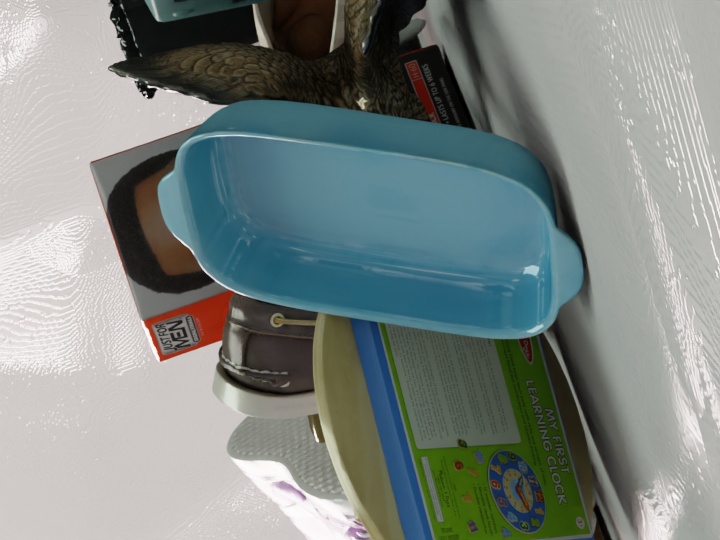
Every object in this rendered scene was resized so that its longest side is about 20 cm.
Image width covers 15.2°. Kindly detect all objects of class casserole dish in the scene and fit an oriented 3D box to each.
[{"bbox_3d":[0.007,-0.027,1.226,0.121,0.199,0.039,82,-159,-49],"label":"casserole dish"}]

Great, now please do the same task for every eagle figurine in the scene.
[{"bbox_3d":[-0.011,-0.093,1.311,0.150,0.152,0.200,17,158,37],"label":"eagle figurine"}]

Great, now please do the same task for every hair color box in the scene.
[{"bbox_3d":[-0.034,-0.036,1.445,0.061,0.199,0.102,78,172,-67],"label":"hair color box"}]

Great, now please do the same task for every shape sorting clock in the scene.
[{"bbox_3d":[0.046,0.076,1.324,0.199,0.039,0.201,24,-126,-37],"label":"shape sorting clock"}]

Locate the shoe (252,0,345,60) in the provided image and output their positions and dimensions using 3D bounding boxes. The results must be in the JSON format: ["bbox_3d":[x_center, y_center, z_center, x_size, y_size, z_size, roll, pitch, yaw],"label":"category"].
[{"bbox_3d":[-0.025,-0.164,1.446,0.054,0.070,0.201,-73,-13,-47],"label":"shoe"}]

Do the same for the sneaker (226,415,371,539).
[{"bbox_3d":[0.008,0.133,1.552,0.114,0.073,0.200,53,165,-18],"label":"sneaker"}]

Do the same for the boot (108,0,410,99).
[{"bbox_3d":[-0.061,-0.146,1.595,0.073,0.162,0.199,77,173,-77],"label":"boot"}]

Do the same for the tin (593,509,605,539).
[{"bbox_3d":[0.106,0.130,1.549,0.112,0.042,0.201,81,170,-53],"label":"tin"}]

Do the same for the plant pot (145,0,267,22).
[{"bbox_3d":[-0.078,-0.233,1.313,0.141,0.141,0.201,95,163,-82],"label":"plant pot"}]

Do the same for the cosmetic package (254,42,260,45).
[{"bbox_3d":[-0.069,-0.216,1.823,0.200,0.107,0.085,-116,8,-52],"label":"cosmetic package"}]

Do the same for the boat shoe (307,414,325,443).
[{"bbox_3d":[0.000,0.000,1.500,0.072,0.066,0.202,90,180,-64],"label":"boat shoe"}]

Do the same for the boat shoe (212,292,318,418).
[{"bbox_3d":[0.013,0.024,1.382,0.072,0.199,0.060,32,124,45],"label":"boat shoe"}]

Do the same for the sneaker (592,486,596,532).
[{"bbox_3d":[0.073,0.100,1.467,0.077,0.078,0.201,120,144,-60],"label":"sneaker"}]
